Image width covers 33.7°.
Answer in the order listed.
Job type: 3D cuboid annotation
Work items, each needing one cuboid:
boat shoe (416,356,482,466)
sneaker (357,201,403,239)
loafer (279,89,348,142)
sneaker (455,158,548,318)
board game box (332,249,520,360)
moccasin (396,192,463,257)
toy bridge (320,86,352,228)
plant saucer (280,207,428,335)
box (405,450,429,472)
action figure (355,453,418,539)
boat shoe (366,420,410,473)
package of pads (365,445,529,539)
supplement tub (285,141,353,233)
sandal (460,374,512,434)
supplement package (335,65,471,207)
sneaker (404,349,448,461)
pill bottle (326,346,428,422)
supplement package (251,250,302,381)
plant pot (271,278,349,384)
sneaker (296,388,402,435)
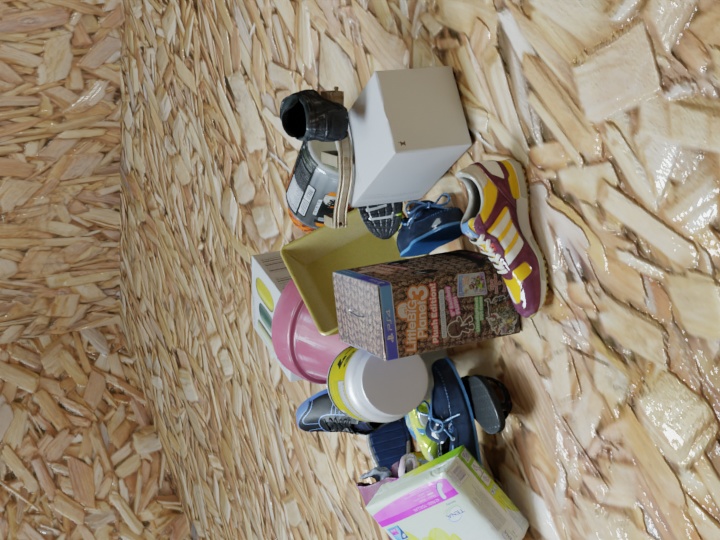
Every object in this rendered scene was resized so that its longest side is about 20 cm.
[{"bbox_3d":[0.122,0.221,1.642,0.084,0.068,0.202,-130,25,-73],"label":"boat shoe"},{"bbox_3d":[0.031,-0.145,1.807,0.081,0.073,0.203,29,-126,-73],"label":"sneaker"},{"bbox_3d":[-0.080,-0.217,1.666,0.200,0.070,0.069,-150,58,-64],"label":"loafer"},{"bbox_3d":[0.169,-0.036,1.474,0.075,0.089,0.203,150,109,-67],"label":"sneaker"},{"bbox_3d":[0.085,0.041,1.571,0.159,0.198,0.098,-165,67,-66],"label":"board game box"},{"bbox_3d":[0.088,-0.067,1.685,0.200,0.079,0.069,153,110,-67],"label":"moccasin"},{"bbox_3d":[-0.032,-0.160,1.691,0.067,0.027,0.203,-152,58,-65],"label":"toy bridge"},{"bbox_3d":[0.000,0.000,1.819,0.201,0.198,0.049,60,177,41],"label":"plant saucer"},{"bbox_3d":[0.131,0.351,1.796,0.200,0.048,0.119,-162,65,-69],"label":"box"},{"bbox_3d":[0.069,0.393,1.828,0.148,0.134,0.202,-30,81,23],"label":"action figure"},{"bbox_3d":[0.049,0.320,1.958,0.073,0.071,0.202,107,153,-68],"label":"boat shoe"},{"bbox_3d":[0.120,0.344,1.647,0.155,0.068,0.200,48,138,-5],"label":"package of pads"},{"bbox_3d":[-0.054,-0.149,1.951,0.200,0.121,0.124,118,138,-58],"label":"supplement tub"},{"bbox_3d":[0.172,0.172,1.624,0.200,0.047,0.076,-165,61,-81],"label":"sandal"},{"bbox_3d":[0.055,-0.184,1.660,0.200,0.118,0.123,135,125,-65],"label":"supplement package"},{"bbox_3d":[0.090,0.186,1.789,0.105,0.075,0.203,-159,61,-66],"label":"sneaker"},{"bbox_3d":[0.025,0.155,1.664,0.200,0.113,0.116,155,104,-76],"label":"pill bottle"},{"bbox_3d":[-0.091,0.069,2.098,0.200,0.149,0.154,-132,38,-54],"label":"supplement package"},{"bbox_3d":[-0.015,0.101,1.892,0.178,0.198,0.203,25,123,47],"label":"plant pot"},{"bbox_3d":[-0.018,0.233,1.928,0.070,0.198,0.078,55,-157,-35],"label":"sneaker"}]
